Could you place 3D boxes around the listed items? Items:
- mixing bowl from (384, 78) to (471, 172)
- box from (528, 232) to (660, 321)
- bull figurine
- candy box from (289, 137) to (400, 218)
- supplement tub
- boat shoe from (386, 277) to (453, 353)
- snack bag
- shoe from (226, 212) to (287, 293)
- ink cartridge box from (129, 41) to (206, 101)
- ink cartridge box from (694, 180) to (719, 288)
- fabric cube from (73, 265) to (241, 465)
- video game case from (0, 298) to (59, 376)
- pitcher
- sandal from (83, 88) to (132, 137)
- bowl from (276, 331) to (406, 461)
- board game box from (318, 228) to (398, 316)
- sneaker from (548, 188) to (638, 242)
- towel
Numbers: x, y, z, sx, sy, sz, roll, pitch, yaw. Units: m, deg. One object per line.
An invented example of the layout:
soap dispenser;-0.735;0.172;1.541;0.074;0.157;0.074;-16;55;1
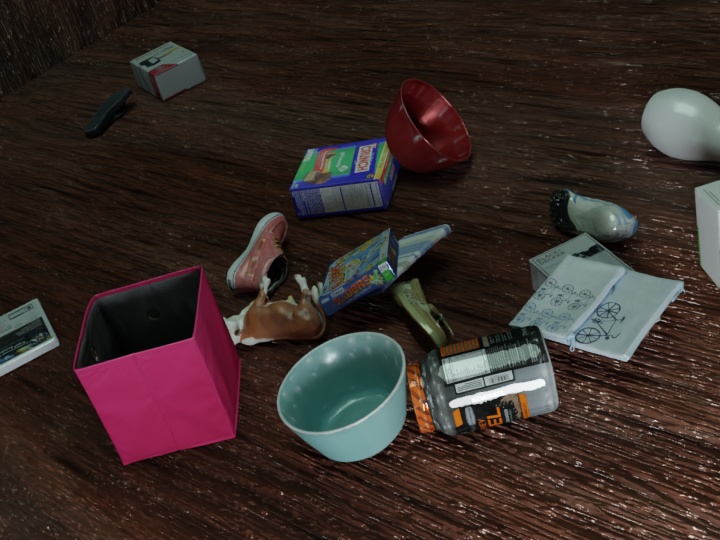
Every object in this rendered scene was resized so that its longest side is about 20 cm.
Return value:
mixing bowl;0.121;-0.275;1.987;0.108;0.199;0.202;-39;20;34
box;0.360;0.029;1.523;0.115;0.061;0.200;-24;34;-9
bull figurine;-0.147;0.073;1.679;0.195;0.065;0.124;1;69;14
candy box;-0.029;-0.191;2.008;0.196;0.078;0.170;-5;35;17
supplement tub;0.170;0.158;1.371;0.196;0.124;0.123;-14;33;6
boat shoe;0.100;0.066;1.581;0.062;0.074;0.200;-25;33;-7
snack bag;0.344;0.050;1.426;0.198;0.022;0.188;16;46;40
shoe;-0.168;-0.031;1.856;0.089;0.072;0.201;6;45;29
ink cartridge box;-0.554;-0.573;2.800;0.144;0.084;0.199;-32;36;-20
ink cartridge box;0.617;-0.075;1.473;0.196;0.148;0.084;-17;31;0
fabric cube;-0.312;0.148;1.543;0.196;0.202;0.198;-14;34;4
video game case;-0.694;0.145;1.890;0.198;0.024;0.181;-28;34;-17
pitcher;0.629;-0.258;1.778;0.170;0.124;0.199;-18;38;-41
sandal;-0.699;-0.433;2.714;0.075;0.043;0.202;0;46;37
bowl;-0.011;0.194;1.409;0.197;0.106;0.202;-18;33;12
board game box;0.000;0.000;1.675;0.134;0.035;0.200;-31;13;11
sneaker;0.396;-0.093;1.689;0.071;0.073;0.199;6;15;-29
towel;0.060;-0.011;1.704;0.200;0.024;0.146;-42;14;-34
